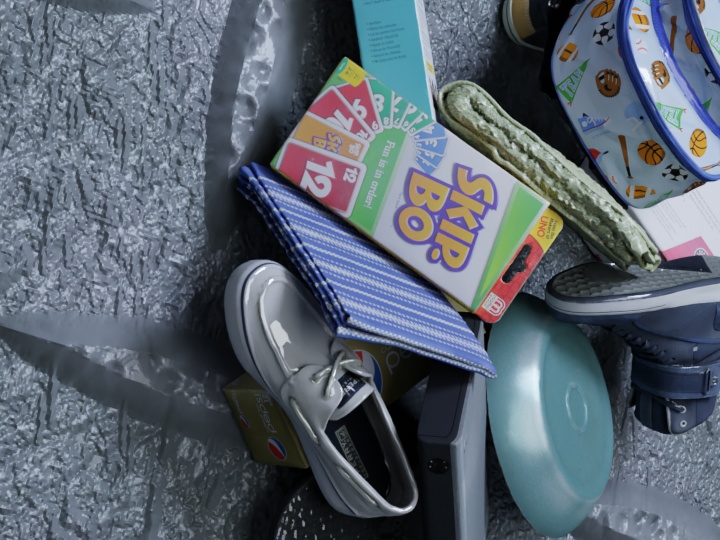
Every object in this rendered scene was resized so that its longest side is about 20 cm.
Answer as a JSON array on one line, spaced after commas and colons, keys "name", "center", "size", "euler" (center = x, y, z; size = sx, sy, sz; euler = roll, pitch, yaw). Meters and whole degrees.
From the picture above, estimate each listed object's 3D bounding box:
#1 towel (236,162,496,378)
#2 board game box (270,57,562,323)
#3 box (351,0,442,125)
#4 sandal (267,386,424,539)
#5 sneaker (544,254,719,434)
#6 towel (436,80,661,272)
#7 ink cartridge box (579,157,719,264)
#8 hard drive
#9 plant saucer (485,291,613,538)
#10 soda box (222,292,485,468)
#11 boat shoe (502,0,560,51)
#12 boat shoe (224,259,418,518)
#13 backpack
[{"name": "towel", "center": [0.000, 0.000, 0.996], "size": [0.144, 0.200, 0.024], "euler": [19, 114, -38]}, {"name": "board game box", "center": [0.042, -0.056, 1.017], "size": [0.199, 0.030, 0.096], "euler": [36, 88, 0]}, {"name": "box", "center": [0.032, -0.135, 1.073], "size": [0.082, 0.049, 0.202], "euler": [-14, 95, -82]}, {"name": "sandal", "center": [-0.010, 0.160, 1.058], "size": [0.200, 0.048, 0.076], "euler": [-42, 111, -45]}, {"name": "sneaker", "center": [0.229, 0.068, 1.168], "size": [0.201, 0.077, 0.148], "euler": [-3, 113, -30]}, {"name": "towel", "center": [0.147, -0.068, 1.085], "size": [0.200, 0.148, 0.037], "euler": [40, 94, 13]}, {"name": "ink cartridge box", "center": [0.286, -0.084, 1.276], "size": [0.147, 0.082, 0.201], "euler": [49, 61, -24]}, {"name": "hard drive", "center": [0.070, 0.152, 1.036], "size": [0.140, 0.033, 0.201], "euler": [-73, 162, -52]}, {"name": "plant saucer", "center": [0.162, 0.113, 1.149], "size": [0.200, 0.036, 0.202], "euler": [29, 55, -53]}, {"name": "soda box", "center": [-0.002, 0.066, 1.050], "size": [0.199, 0.067, 0.064], "euler": [-33, 107, -35]}, {"name": "boat shoe", "center": [0.213, -0.218, 1.242], "size": [0.199, 0.062, 0.075], "euler": [0, 85, -39]}, {"name": "boat shoe", "center": [-0.022, 0.081, 0.948], "size": [0.072, 0.065, 0.201], "euler": [-33, 106, -34]}, {"name": "backpack", "center": [0.235, -0.147, 1.095], "size": [0.200, 0.154, 0.191], "euler": [48, 48, -14]}]
